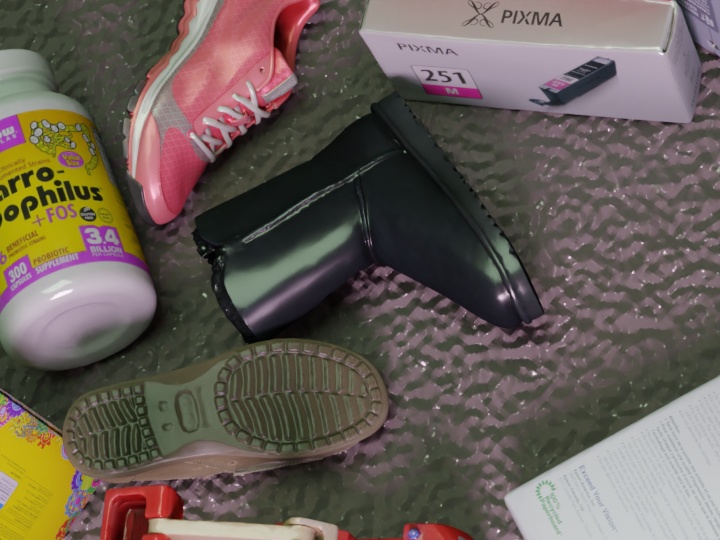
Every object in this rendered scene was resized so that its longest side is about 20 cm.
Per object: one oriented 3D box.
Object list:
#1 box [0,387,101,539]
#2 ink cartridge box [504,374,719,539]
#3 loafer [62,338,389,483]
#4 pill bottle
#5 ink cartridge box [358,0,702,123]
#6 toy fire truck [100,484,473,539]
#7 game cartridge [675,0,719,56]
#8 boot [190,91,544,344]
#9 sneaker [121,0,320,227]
[{"bbox_3d":[-0.294,0.096,1.427,0.192,0.200,0.122,30,80,28],"label":"box"},{"bbox_3d":[0.210,0.164,1.312,0.199,0.041,0.200,-29,61,5],"label":"ink cartridge box"},{"bbox_3d":[-0.082,0.088,1.433,0.199,0.067,0.077,-6,79,-1],"label":"loafer"},{"bbox_3d":[-0.207,-0.043,1.511,0.104,0.104,0.201,-27,62,7],"label":"pill bottle"},{"bbox_3d":[0.094,-0.152,1.412,0.199,0.174,0.044,7,70,22],"label":"ink cartridge box"},{"bbox_3d":[-0.035,0.164,1.341,0.199,0.141,0.049,-3,67,18],"label":"toy fire truck"},{"bbox_3d":[0.177,-0.203,1.427,0.040,0.134,0.200,-44,62,-11],"label":"game cartridge"},{"bbox_3d":[0.000,0.000,1.434,0.168,0.077,0.200,-35,54,-2],"label":"boot"},{"bbox_3d":[-0.089,-0.119,1.520,0.086,0.074,0.201,15,73,23],"label":"sneaker"}]
